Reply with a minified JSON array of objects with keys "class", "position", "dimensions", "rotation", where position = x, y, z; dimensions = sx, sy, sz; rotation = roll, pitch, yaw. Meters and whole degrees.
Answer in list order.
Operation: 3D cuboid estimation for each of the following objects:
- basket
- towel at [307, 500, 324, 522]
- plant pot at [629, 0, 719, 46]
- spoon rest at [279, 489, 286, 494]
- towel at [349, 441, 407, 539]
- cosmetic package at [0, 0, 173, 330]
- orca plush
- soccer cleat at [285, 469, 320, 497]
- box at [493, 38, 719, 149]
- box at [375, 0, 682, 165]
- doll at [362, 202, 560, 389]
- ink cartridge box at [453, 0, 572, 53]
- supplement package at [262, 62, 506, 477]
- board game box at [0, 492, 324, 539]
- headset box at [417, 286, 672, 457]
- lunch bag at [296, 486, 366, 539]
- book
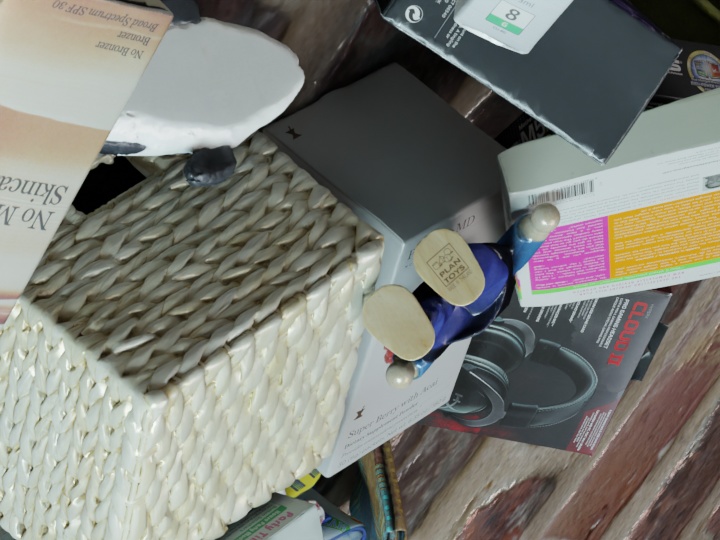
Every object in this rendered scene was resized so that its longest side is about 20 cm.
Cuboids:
[{"class":"basket","position":[-0.115,0.041,1.518],"dimensions":[0.198,0.161,0.200],"rotation":[-35,154,-36]},{"class":"towel","position":[-0.126,0.190,1.780],"dimensions":[0.146,0.030,0.200],"rotation":[-19,178,29]},{"class":"plant pot","position":[0.207,-0.135,1.856],"dimensions":[0.200,0.200,0.190],"rotation":[-20,155,-51]},{"class":"spoon rest","position":[-0.074,0.103,1.705],"dimensions":[0.099,0.201,0.061],"rotation":[-18,-165,0]},{"class":"towel","position":[0.012,0.173,2.011],"dimensions":[0.022,0.147,0.200],"rotation":[-8,146,-5]},{"class":"cosmetic package","position":[-0.184,-0.062,1.294],"dimensions":[0.103,0.087,0.200],"rotation":[7,121,-47]},{"class":"orca plush","position":[-0.122,-0.074,1.446],"dimensions":[0.200,0.105,0.071],"rotation":[-35,-176,-40]},{"class":"soccer cleat","position":[-0.072,0.110,1.828],"dimensions":[0.200,0.065,0.084],"rotation":[-15,136,-54]},{"class":"box","position":[0.192,-0.076,1.738],"dimensions":[0.199,0.044,0.160],"rotation":[5,149,-32]},{"class":"box","position":[0.083,-0.140,1.532],"dimensions":[0.079,0.141,0.200],"rotation":[-53,-170,8]},{"class":"doll","position":[0.057,0.011,1.574],"dimensions":[0.137,0.048,0.200],"rotation":[-47,172,6]},{"class":"ink cartridge box","position":[0.116,-0.220,1.348],"dimensions":[0.200,0.050,0.161],"rotation":[129,-22,-53]},{"class":"supplement package","position":[0.000,0.000,1.721],"dimensions":[0.121,0.120,0.200],"rotation":[-30,149,-39]},{"class":"board game box","position":[-0.138,0.167,1.607],"dimensions":[0.147,0.200,0.065],"rotation":[-33,122,-37]},{"class":"headset box","position":[0.102,0.033,1.878],"dimensions":[0.199,0.077,0.149],"rotation":[12,127,-15]},{"class":"lunch bag","position":[-0.084,0.234,1.983],"dimensions":[0.200,0.075,0.161],"rotation":[-28,143,-45]},{"class":"book","position":[0.150,-0.036,1.662],"dimensions":[0.133,0.048,0.200],"rotation":[-15,160,-1]}]
